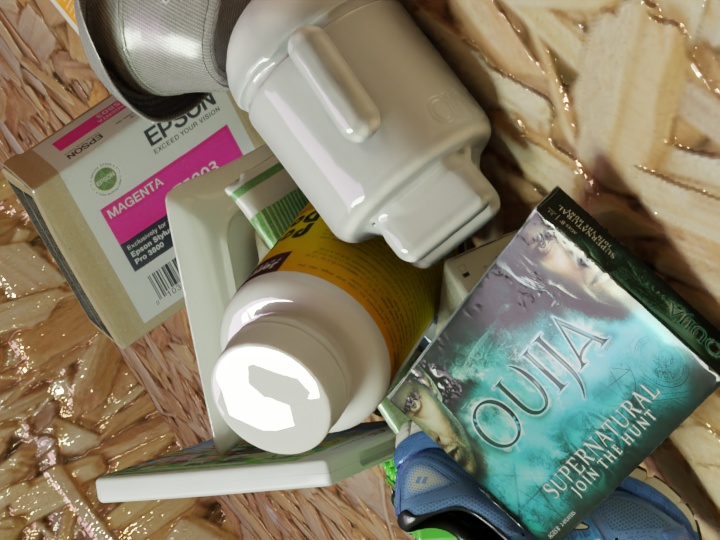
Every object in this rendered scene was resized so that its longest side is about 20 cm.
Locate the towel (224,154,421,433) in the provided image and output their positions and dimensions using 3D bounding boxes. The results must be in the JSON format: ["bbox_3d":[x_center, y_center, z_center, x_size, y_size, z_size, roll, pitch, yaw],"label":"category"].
[{"bbox_3d":[0.000,0.000,1.435,0.023,0.152,0.201,-32,93,33],"label":"towel"}]

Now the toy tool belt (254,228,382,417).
[{"bbox_3d":[0.002,0.046,1.536,0.201,0.124,0.123,62,174,-27],"label":"toy tool belt"}]

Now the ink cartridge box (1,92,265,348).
[{"bbox_3d":[-0.157,-0.063,1.662,0.075,0.200,0.165,34,156,56],"label":"ink cartridge box"}]

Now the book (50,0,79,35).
[{"bbox_3d":[-0.178,-0.229,1.569,0.200,0.048,0.134,52,134,17],"label":"book"}]

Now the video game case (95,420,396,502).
[{"bbox_3d":[-0.066,0.140,1.559,0.182,0.199,0.022,-13,-86,-62],"label":"video game case"}]

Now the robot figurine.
[{"bbox_3d":[-0.002,-0.097,1.221,0.200,0.113,0.170,53,-178,10],"label":"robot figurine"}]

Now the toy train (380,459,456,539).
[{"bbox_3d":[0.044,0.165,1.534,0.200,0.041,0.057,-170,77,-84],"label":"toy train"}]

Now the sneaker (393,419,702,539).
[{"bbox_3d":[0.111,0.157,1.275,0.199,0.090,0.079,15,152,-4],"label":"sneaker"}]

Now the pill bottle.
[{"bbox_3d":[-0.015,0.024,1.274,0.109,0.200,0.110,12,125,18],"label":"pill bottle"}]

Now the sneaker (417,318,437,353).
[{"bbox_3d":[0.033,-0.018,1.382,0.200,0.070,0.082,53,165,-1],"label":"sneaker"}]

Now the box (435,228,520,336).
[{"bbox_3d":[0.092,0.061,1.307,0.082,0.068,0.200,61,165,24],"label":"box"}]

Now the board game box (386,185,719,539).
[{"bbox_3d":[0.107,0.060,1.161,0.135,0.028,0.200,42,138,6],"label":"board game box"}]

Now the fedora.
[{"bbox_3d":[-0.094,-0.190,1.284,0.090,0.201,0.177,8,174,31],"label":"fedora"}]

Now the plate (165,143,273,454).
[{"bbox_3d":[-0.072,0.014,1.587,0.200,0.032,0.201,-33,-65,-62],"label":"plate"}]
